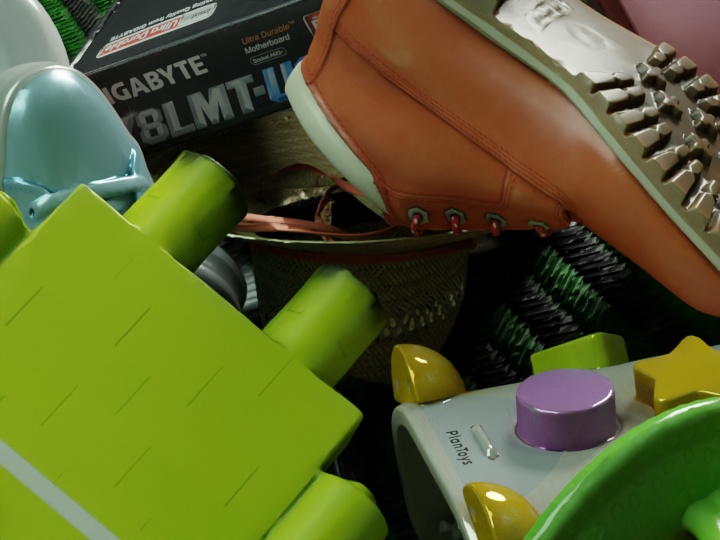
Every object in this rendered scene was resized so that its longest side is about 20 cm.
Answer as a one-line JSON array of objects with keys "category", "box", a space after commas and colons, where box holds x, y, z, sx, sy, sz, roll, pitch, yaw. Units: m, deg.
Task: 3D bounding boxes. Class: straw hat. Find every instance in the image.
[{"category": "straw hat", "box": [0.000, 0.000, 1.061, 0.200, 0.085, 0.201, -1, 16, 0]}]

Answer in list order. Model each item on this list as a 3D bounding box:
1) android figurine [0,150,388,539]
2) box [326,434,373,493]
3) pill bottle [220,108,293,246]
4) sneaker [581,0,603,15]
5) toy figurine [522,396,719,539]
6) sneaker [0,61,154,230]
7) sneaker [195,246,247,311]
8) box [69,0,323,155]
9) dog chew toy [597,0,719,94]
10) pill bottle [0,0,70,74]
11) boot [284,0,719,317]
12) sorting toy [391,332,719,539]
[{"category": "android figurine", "box": [-0.084, 0.055, 0.867, 0.200, 0.182, 0.041, -46, -7, -27]}, {"category": "box", "box": [-0.080, 0.141, 1.001, 0.200, 0.036, 0.143, -34, 27, 9]}, {"category": "pill bottle", "box": [-0.062, -0.076, 1.243, 0.200, 0.110, 0.110, -32, 27, 10]}, {"category": "sneaker", "box": [0.058, -0.096, 1.142, 0.106, 0.075, 0.200, -13, 10, 43]}, {"category": "toy figurine", "box": [0.154, 0.119, 0.674, 0.200, 0.150, 0.184, -34, 39, -27]}, {"category": "sneaker", "box": [-0.071, 0.019, 0.943, 0.074, 0.200, 0.082, -23, 7, -40]}, {"category": "sneaker", "box": [-0.144, 0.050, 1.179, 0.200, 0.075, 0.082, -27, 31, 24]}, {"category": "box", "box": [0.000, -0.136, 1.083, 0.200, 0.050, 0.199, -17, 27, 31]}, {"category": "dog chew toy", "box": [0.188, -0.138, 1.039, 0.200, 0.125, 0.125, -29, 27, -1]}, {"category": "pill bottle", "box": [-0.171, -0.043, 1.063, 0.112, 0.112, 0.200, -45, -3, -15]}, {"category": "boot", "box": [0.061, -0.038, 0.932, 0.075, 0.200, 0.107, -20, -31, -57]}, {"category": "sorting toy", "box": [0.114, 0.064, 0.854, 0.180, 0.107, 0.200, -18, 26, -6]}]
